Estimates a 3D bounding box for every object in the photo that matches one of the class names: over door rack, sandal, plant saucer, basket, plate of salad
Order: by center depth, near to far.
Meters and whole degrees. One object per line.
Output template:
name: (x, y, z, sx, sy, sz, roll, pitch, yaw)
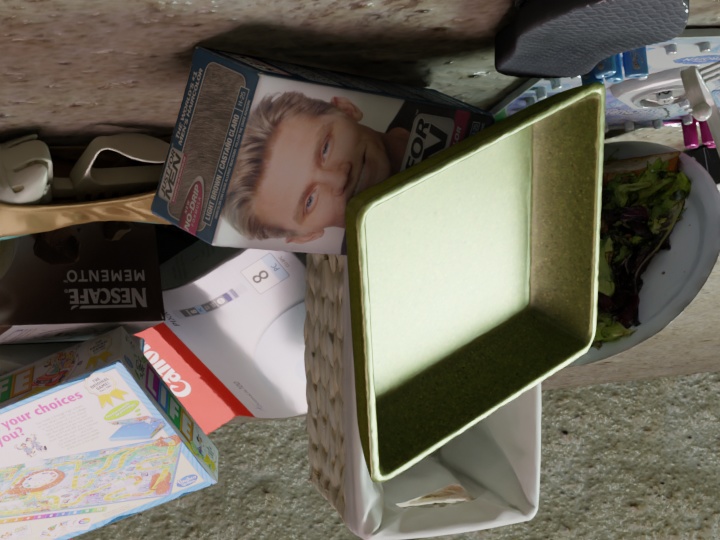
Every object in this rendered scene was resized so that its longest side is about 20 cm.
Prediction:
sandal: (0.111, -0.137, 0.884, 0.076, 0.043, 0.200, 2, 178, -13)
plant saucer: (0.061, 0.000, 1.009, 0.200, 0.200, 0.048, -29, -139, -32)
over door rack: (0.293, -0.091, 1.023, 0.148, 0.067, 0.200, -21, 154, 19)
basket: (0.038, 0.068, 1.149, 0.135, 0.200, 0.123, -3, -170, -20)
plate of salad: (0.160, -0.020, 1.195, 0.200, 0.200, 0.048, -12, 139, 25)

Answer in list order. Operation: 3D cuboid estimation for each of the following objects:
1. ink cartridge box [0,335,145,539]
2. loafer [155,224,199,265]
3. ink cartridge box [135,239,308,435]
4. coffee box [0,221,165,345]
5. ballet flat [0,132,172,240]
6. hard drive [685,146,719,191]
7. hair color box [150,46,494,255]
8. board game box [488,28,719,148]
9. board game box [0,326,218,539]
ink cartridge box: (-0.244, 0.124, 1.222, 0.116, 0.067, 0.200, 17, 126, -16)
loafer: (-0.140, -0.008, 1.248, 0.200, 0.073, 0.072, 4, -174, -29)
ink cartridge box: (-0.103, 0.060, 1.233, 0.200, 0.047, 0.160, -33, 127, 9)
coffee box: (-0.239, -0.010, 1.112, 0.200, 0.113, 0.080, 0, 167, -34)
ballet flat: (-0.186, -0.062, 1.055, 0.200, 0.069, 0.063, -5, 142, -25)
hard drive: (0.265, -0.062, 1.405, 0.200, 0.038, 0.140, -17, 167, 40)
hair color box: (-0.017, -0.063, 0.975, 0.200, 0.100, 0.060, 3, -162, -46)
board game box: (0.199, -0.113, 1.097, 0.200, 0.026, 0.200, -4, 169, -19)
board game box: (-0.217, 0.128, 1.161, 0.200, 0.034, 0.135, -22, 128, 14)
